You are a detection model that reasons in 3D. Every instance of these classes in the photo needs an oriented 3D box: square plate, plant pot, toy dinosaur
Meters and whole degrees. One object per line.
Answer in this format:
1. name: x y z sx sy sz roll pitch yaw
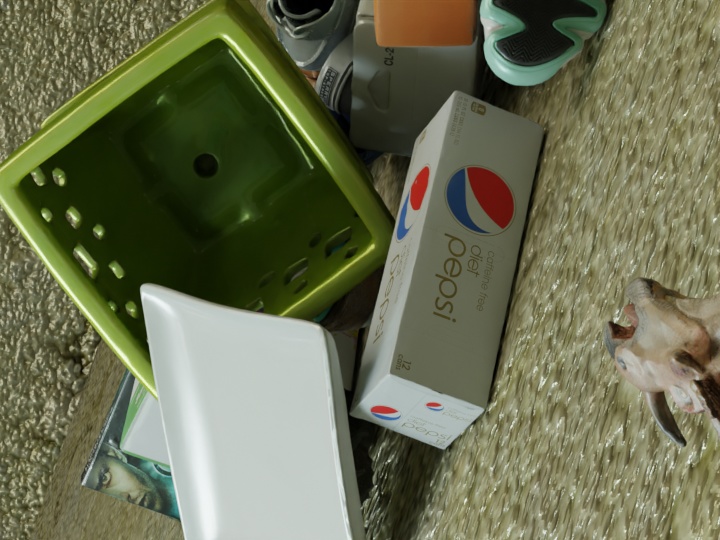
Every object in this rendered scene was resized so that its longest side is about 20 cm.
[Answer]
1. square plate: -0.059 0.111 1.401 0.200 0.028 0.199 12 116 53
2. plant pot: -0.104 -0.061 1.522 0.200 0.199 0.182 -34 15 10
3. toy dinosaur: 0.159 0.049 0.733 0.200 0.085 0.136 -112 30 -50
4. toy dinosaur: -0.031 0.115 1.523 0.200 0.102 0.077 -67 -28 -71

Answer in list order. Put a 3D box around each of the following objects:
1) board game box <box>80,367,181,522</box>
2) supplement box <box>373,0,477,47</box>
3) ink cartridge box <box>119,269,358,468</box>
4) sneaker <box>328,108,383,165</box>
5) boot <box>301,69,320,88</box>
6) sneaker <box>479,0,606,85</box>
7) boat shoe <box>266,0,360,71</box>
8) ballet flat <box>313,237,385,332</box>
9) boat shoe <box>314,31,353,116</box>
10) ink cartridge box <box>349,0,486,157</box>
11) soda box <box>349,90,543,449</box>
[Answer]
1. board game box: -0.127 0.106 1.839 0.028 0.135 0.201 -102 34 -70
2. supplement box: 0.040 -0.236 1.450 0.067 0.068 0.201 86 -175 -53
3. ink cartridge box: -0.082 0.060 1.673 0.201 0.144 0.084 -82 16 -48
4. sneaker: -0.006 -0.112 1.712 0.082 0.074 0.200 -22 13 18
5. boot: -0.042 -0.162 1.903 0.200 0.076 0.156 -96 -1 -58
6. sneaker: 0.108 -0.179 1.414 0.140 0.077 0.201 123 169 -65
7. boat shoe: -0.036 -0.203 1.619 0.072 0.070 0.201 -44 -14 -34
8. ballet flat: 0.000 0.000 1.595 0.068 0.067 0.200 -60 14 17
9. boat shoe: 0.043 -0.169 1.687 0.199 0.068 0.074 -45 -21 -49
10. ink cartridge box: 0.053 -0.195 1.556 0.146 0.082 0.201 93 -172 -57
11. soda box: 0.053 -0.002 1.357 0.068 0.063 0.201 130 157 -58
